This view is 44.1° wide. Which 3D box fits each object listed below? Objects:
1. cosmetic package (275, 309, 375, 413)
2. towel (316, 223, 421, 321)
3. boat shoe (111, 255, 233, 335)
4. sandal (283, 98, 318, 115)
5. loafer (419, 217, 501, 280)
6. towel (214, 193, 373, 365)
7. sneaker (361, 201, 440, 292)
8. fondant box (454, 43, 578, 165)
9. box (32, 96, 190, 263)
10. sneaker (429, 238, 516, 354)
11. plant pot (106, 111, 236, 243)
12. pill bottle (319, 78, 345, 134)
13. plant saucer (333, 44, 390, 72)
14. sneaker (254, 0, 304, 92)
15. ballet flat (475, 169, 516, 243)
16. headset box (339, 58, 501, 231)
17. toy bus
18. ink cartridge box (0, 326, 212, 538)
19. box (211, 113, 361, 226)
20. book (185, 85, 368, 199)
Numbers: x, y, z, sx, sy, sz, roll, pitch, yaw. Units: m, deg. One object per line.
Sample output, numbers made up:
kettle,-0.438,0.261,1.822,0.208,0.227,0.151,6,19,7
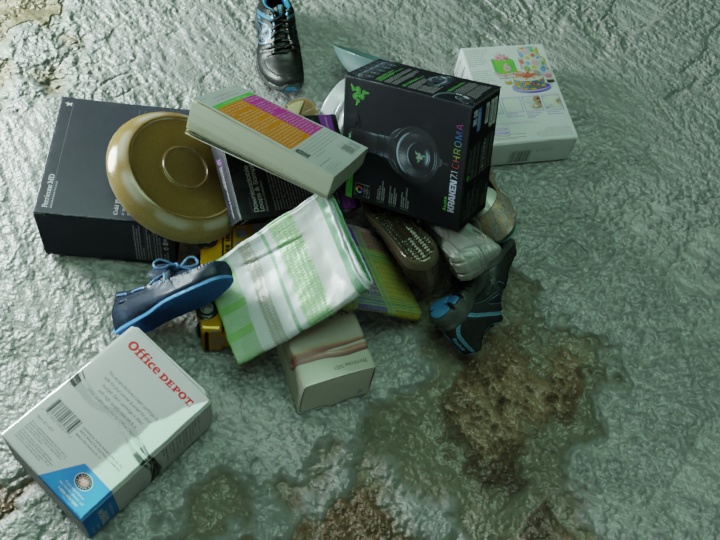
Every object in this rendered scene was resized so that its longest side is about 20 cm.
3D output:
cosmetic package,-0.063,0.070,1.163,0.103,0.087,0.201,-15,63,-17
towel,0.000,0.000,1.183,0.199,0.023,0.144,11,49,-52
boat shoe,-0.248,0.021,1.112,0.199,0.084,0.069,-22,72,24
sandal,-0.081,-0.155,1.314,0.080,0.054,0.201,-16,78,5
loafer,0.134,-0.044,1.221,0.069,0.070,0.200,-27,27,-3
towel,-0.096,0.007,1.095,0.199,0.031,0.150,-31,65,13
sneaker,0.054,-0.047,1.243,0.070,0.076,0.201,-18,43,-6
fondant box,0.245,-0.268,1.422,0.143,0.058,0.201,-6,62,-11
box,-0.334,-0.125,1.230,0.181,0.104,0.201,6,59,-6
sneaker,0.165,0.031,1.232,0.082,0.073,0.200,54,52,-18
plant pot,-0.234,-0.130,1.175,0.199,0.027,0.201,17,56,-27
pill bottle,0.041,-0.199,1.321,0.199,0.113,0.112,34,61,13
plant saucer,0.047,-0.301,1.378,0.200,0.039,0.201,17,15,-5
sneaker,-0.134,-0.374,1.417,0.073,0.082,0.201,-8,62,-15
ballet flat,0.167,-0.106,1.272,0.067,0.068,0.200,40,17,-25
headset box,0.070,-0.172,1.182,0.199,0.175,0.093,20,34,25
toy bus,-0.183,0.006,1.198,0.078,0.065,0.201,0,59,-10
ink cartridge box,-0.295,0.189,1.061,0.146,0.085,0.200,40,62,16
box,-0.103,-0.141,1.219,0.199,0.036,0.144,-8,78,-38
book,-0.101,-0.171,1.128,0.199,0.048,0.134,27,30,8
